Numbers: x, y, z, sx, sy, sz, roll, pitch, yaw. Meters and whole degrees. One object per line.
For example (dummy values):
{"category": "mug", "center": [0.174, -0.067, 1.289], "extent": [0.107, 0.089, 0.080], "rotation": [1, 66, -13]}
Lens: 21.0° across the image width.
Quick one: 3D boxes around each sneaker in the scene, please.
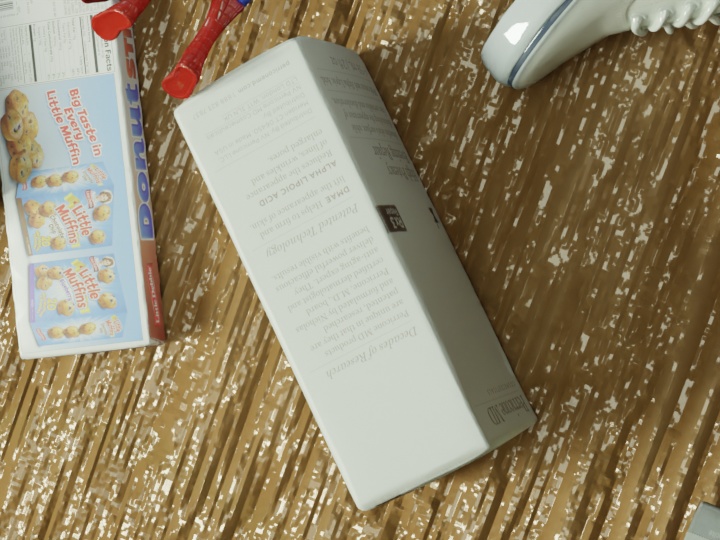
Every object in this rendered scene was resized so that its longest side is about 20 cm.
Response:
{"category": "sneaker", "center": [0.144, -0.136, 0.855], "extent": [0.200, 0.073, 0.071], "rotation": [-38, 80, 14]}

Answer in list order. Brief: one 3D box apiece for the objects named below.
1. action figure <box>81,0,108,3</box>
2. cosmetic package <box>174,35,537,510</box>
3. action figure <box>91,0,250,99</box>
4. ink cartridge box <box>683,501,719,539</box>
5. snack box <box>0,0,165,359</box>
{"category": "action figure", "center": [-0.193, -0.208, 0.895], "extent": [0.200, 0.099, 0.065], "rotation": [39, 101, 14]}
{"category": "cosmetic package", "center": [0.000, 0.000, 0.886], "extent": [0.074, 0.102, 0.201], "rotation": [-29, 84, 16]}
{"category": "action figure", "center": [-0.049, -0.172, 0.886], "extent": [0.065, 0.052, 0.200], "rotation": [37, 66, -13]}
{"category": "ink cartridge box", "center": [0.149, 0.206, 0.774], "extent": [0.103, 0.059, 0.201], "rotation": [21, 78, 20]}
{"category": "snack box", "center": [-0.144, -0.059, 0.966], "extent": [0.072, 0.024, 0.201], "rotation": [-6, 89, 15]}
